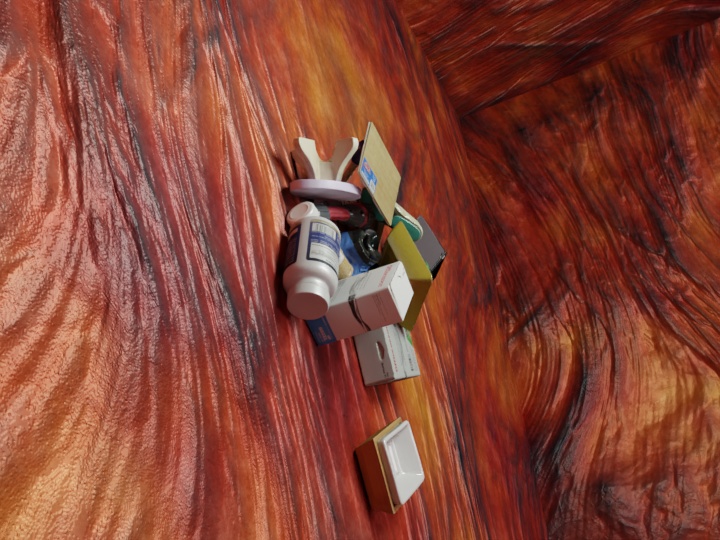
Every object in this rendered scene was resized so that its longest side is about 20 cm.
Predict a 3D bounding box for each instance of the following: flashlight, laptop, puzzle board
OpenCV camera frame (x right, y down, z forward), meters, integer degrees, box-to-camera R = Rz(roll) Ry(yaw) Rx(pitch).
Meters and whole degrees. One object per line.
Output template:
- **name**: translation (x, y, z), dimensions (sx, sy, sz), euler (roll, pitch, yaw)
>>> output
- **flashlight**: translation (-0.048, -0.128, 1.608), dimensions (0.199, 0.067, 0.069), euler (-7, 78, -53)
- **laptop**: translation (0.141, -0.009, 1.908), dimensions (0.187, 0.116, 0.201), euler (-46, 165, -31)
- **puzzle board**: translation (0.043, -0.223, 1.617), dimensions (0.200, 0.017, 0.152), euler (54, 40, -49)

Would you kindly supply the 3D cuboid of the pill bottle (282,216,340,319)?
- **pill bottle**: translation (-0.098, -0.004, 1.382), dimensions (0.111, 0.110, 0.201), euler (55, 26, -40)

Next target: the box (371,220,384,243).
- **box**: translation (0.036, -0.154, 1.859), dimensions (0.200, 0.021, 0.165), euler (102, -18, -65)

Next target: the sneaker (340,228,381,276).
- **sneaker**: translation (0.000, 0.000, 1.642), dimensions (0.077, 0.110, 0.202), euler (16, 58, -67)

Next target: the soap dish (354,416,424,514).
- **soap dish**: translation (0.065, 0.422, 1.506), dimensions (0.200, 0.081, 0.159), euler (-5, 78, -70)

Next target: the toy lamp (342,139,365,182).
- **toy lamp**: translation (-0.022, -0.249, 1.692), dimensions (0.058, 0.200, 0.059), euler (10, 60, -18)

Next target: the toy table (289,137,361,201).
- **toy table**: translation (-0.080, -0.227, 1.556), dimensions (0.200, 0.182, 0.118), euler (4, 84, -64)

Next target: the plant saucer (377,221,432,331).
- **plant saucer**: translation (0.092, 0.018, 1.690), dimensions (0.201, 0.048, 0.201), euler (106, -32, -45)

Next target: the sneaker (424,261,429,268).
- **sneaker**: translation (0.131, 0.059, 1.779), dimensions (0.078, 0.085, 0.201), euler (-118, -149, -41)

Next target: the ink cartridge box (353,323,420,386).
- **ink cartridge box**: translation (0.065, 0.200, 1.690), dimensions (0.200, 0.082, 0.148), euler (16, 58, -67)

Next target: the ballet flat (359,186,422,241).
- **ballet flat**: translation (0.074, -0.144, 1.728), dimensions (0.200, 0.067, 0.062), euler (41, 23, -17)

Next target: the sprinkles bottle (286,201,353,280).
- **sprinkles bottle**: translation (-0.087, -0.056, 1.520), dimensions (0.069, 0.068, 0.201), euler (-84, 151, -48)

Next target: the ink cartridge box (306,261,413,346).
- **ink cartridge box**: translation (-0.001, 0.068, 1.452), dimensions (0.085, 0.199, 0.145), euler (66, 21, -16)

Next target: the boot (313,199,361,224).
- **boot**: translation (-0.039, -0.169, 1.711), dimensions (0.200, 0.090, 0.073), euler (13, 61, -68)

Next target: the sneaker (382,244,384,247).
- **sneaker**: translation (0.107, -0.020, 2.004), dimensions (0.080, 0.146, 0.201), euler (18, 95, -28)

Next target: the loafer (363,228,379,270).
- **loafer**: translation (0.006, -0.004, 1.729), dimensions (0.072, 0.072, 0.202), euler (5, 85, -31)
